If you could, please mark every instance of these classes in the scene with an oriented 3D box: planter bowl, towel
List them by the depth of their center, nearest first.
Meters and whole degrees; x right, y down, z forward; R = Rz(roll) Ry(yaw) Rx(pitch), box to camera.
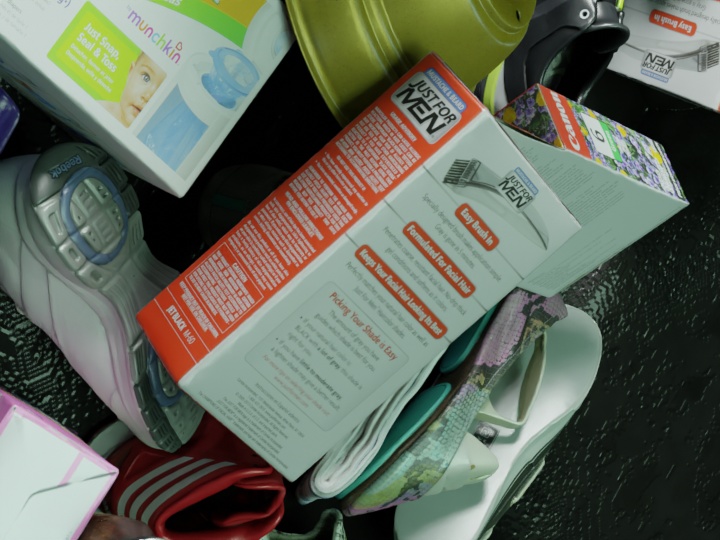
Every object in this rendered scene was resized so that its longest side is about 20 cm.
[{"bbox_3d":[0.038,-0.161,1.199,0.200,0.083,0.201,34,51,-56],"label":"planter bowl"},{"bbox_3d":[0.013,0.072,1.299,0.024,0.200,0.147,36,81,1],"label":"towel"}]

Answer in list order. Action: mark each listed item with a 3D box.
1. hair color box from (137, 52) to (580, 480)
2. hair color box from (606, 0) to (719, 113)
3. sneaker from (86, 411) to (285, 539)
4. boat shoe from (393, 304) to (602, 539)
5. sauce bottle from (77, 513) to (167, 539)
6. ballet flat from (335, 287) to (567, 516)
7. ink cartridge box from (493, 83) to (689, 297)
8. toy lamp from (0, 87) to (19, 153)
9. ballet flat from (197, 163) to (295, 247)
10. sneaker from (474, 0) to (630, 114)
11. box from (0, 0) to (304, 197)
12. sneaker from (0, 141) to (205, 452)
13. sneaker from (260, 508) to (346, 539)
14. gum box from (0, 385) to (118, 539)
[{"bbox_3d":[0.000,0.000,1.161,0.200,0.064,0.111,-40,135,4],"label":"hair color box"},{"bbox_3d":[0.229,-0.198,1.395,0.064,0.111,0.201,15,99,-43],"label":"hair color box"},{"bbox_3d":[-0.049,0.096,1.282,0.200,0.115,0.079,-36,128,-23],"label":"sneaker"},{"bbox_3d":[0.082,0.107,1.441,0.200,0.071,0.064,-52,166,-21],"label":"boat shoe"},{"bbox_3d":[-0.134,0.157,1.181,0.066,0.200,0.066,1,86,-20],"label":"sauce bottle"},{"bbox_3d":[0.065,0.081,1.388,0.071,0.069,0.200,40,67,-11],"label":"ballet flat"},{"bbox_3d":[0.086,-0.050,1.301,0.109,0.050,0.200,-36,147,27],"label":"ink cartridge box"},{"bbox_3d":[-0.243,-0.016,1.109,0.200,0.058,0.058,-50,132,-13],"label":"toy lamp"},{"bbox_3d":[-0.004,-0.014,1.306,0.200,0.064,0.068,14,88,-43],"label":"ballet flat"},{"bbox_3d":[0.136,-0.159,1.352,0.072,0.083,0.201,17,97,-44],"label":"sneaker"},{"bbox_3d":[-0.140,-0.143,1.110,0.113,0.101,0.200,-55,134,-7],"label":"box"},{"bbox_3d":[-0.138,0.012,1.193,0.075,0.087,0.200,-53,133,-36],"label":"sneaker"},{"bbox_3d":[-0.020,0.188,1.369,0.200,0.077,0.089,21,103,-44],"label":"sneaker"},{"bbox_3d":[-0.212,0.159,1.162,0.066,0.113,0.200,35,84,-18],"label":"gum box"}]
